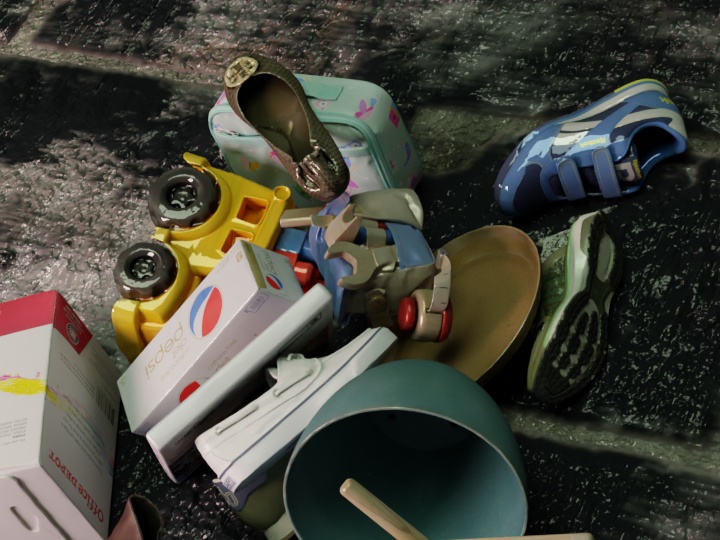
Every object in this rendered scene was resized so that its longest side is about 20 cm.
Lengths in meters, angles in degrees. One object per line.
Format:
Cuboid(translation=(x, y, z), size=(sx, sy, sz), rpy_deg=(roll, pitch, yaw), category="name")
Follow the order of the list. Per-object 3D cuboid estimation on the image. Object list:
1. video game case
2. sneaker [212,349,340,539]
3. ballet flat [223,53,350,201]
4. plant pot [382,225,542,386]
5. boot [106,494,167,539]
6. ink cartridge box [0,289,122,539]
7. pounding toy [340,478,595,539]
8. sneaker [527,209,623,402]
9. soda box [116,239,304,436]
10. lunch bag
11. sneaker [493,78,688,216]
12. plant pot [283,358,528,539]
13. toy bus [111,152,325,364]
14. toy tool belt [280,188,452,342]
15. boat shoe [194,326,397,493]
Cuboid(translation=(-0.103, 0.104, 1.648), size=(0.200, 0.182, 0.023), rpy_deg=(-42, 79, -11), category="video game case")
Cuboid(translation=(-0.063, 0.137, 1.644), size=(0.067, 0.090, 0.201), rpy_deg=(-22, 36, 55), category="sneaker")
Cuboid(translation=(-0.075, -0.140, 1.719), size=(0.067, 0.046, 0.200), rpy_deg=(-41, 55, 8), category="ballet flat")
Cuboid(translation=(0.089, 0.048, 1.665), size=(0.199, 0.027, 0.201), rpy_deg=(-33, 33, 25), category="plant pot")
Cuboid(translation=(-0.206, 0.307, 1.535), size=(0.167, 0.072, 0.201), rpy_deg=(-60, 29, 29), category="boot")
Cuboid(translation=(-0.320, 0.152, 1.722), size=(0.144, 0.146, 0.201), rpy_deg=(-14, 47, 14), category="ink cartridge box")
Cuboid(translation=(0.095, 0.262, 1.410), size=(0.199, 0.185, 0.143), rpy_deg=(-5, 50, 21), category="pounding toy")
Cuboid(translation=(0.174, 0.038, 1.656), size=(0.088, 0.077, 0.201), rpy_deg=(-11, 42, 39), category="sneaker")
Cuboid(translation=(-0.137, 0.068, 1.683), size=(0.200, 0.063, 0.068), rpy_deg=(-47, 44, 24), category="soda box")
Cuboid(translation=(-0.050, -0.124, 1.820), size=(0.199, 0.161, 0.077), rpy_deg=(6, 55, 28), category="lunch bag")
Cuboid(translation=(0.219, -0.105, 1.742), size=(0.199, 0.074, 0.082), rpy_deg=(-31, 48, -1), category="sneaker")
Cuboid(translation=(0.045, 0.152, 1.538), size=(0.199, 0.201, 0.135), rpy_deg=(-10, 31, 17), category="plant pot")
Cuboid(translation=(-0.123, 0.010, 1.779), size=(0.191, 0.136, 0.201), rpy_deg=(15, 61, 15), category="toy bus")
Cuboid(translation=(0.000, 0.000, 1.673), size=(0.122, 0.126, 0.200), rpy_deg=(3, 31, -17), category="toy tool belt")
Cuboid(translation=(-0.055, 0.103, 1.584), size=(0.200, 0.074, 0.065), rpy_deg=(-39, 80, -22), category="boat shoe")
